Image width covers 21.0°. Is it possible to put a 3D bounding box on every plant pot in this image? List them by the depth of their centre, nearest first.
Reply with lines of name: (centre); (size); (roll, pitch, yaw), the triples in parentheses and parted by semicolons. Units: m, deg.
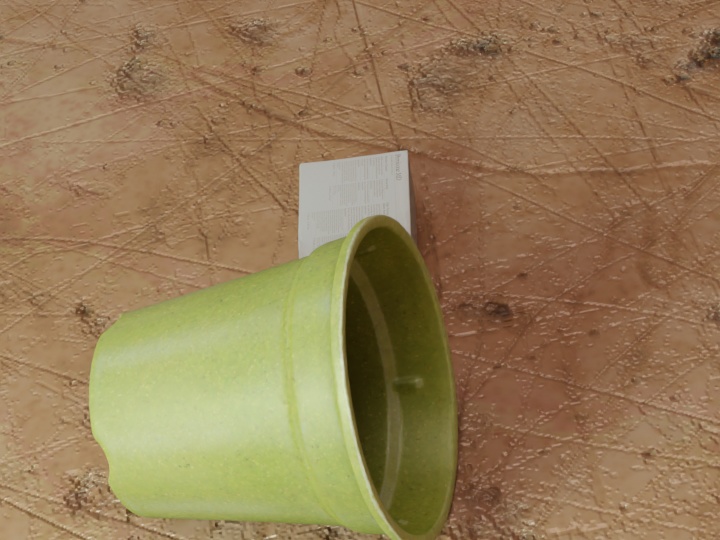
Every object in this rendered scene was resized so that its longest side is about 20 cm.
plant pot: (-0.058, 0.079, 1.195); (0.184, 0.200, 0.200); (-9, 39, 20)

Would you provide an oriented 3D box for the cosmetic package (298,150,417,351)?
cosmetic package: (0.000, 0.000, 1.357); (0.082, 0.051, 0.200); (-8, 41, 7)
